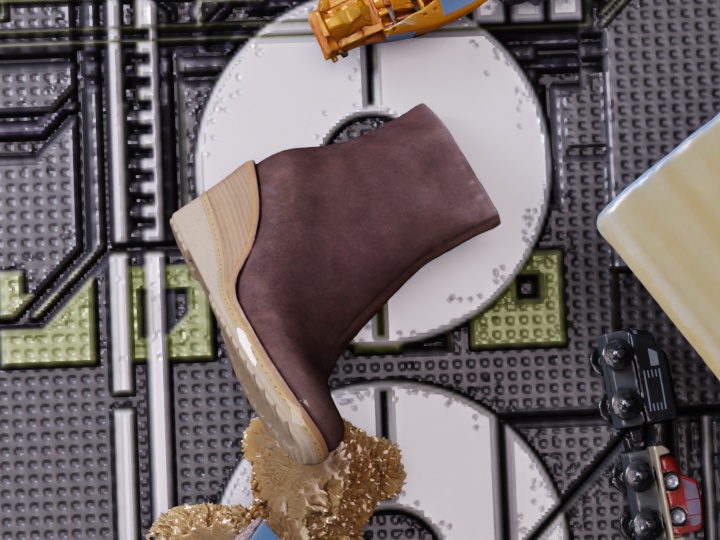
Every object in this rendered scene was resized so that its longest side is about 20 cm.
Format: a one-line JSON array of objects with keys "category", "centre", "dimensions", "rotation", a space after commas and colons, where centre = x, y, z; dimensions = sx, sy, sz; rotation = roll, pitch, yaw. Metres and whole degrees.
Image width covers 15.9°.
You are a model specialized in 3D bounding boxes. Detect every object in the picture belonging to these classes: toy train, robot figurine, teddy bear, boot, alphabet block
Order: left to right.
[{"category": "teddy bear", "centre": [-0.044, 0.173, 1.418], "dimensions": [0.144, 0.067, 0.201], "rotation": [-2, 92, 7]}, {"category": "boot", "centre": [0.000, 0.000, 1.387], "dimensions": [0.166, 0.072, 0.200], "rotation": [-22, 51, -7]}, {"category": "robot figurine", "centre": [0.051, -0.203, 1.447], "dimensions": [0.199, 0.058, 0.145], "rotation": [-26, 87, -3]}, {"category": "toy train", "centre": [0.168, 0.131, 1.438], "dimensions": [0.046, 0.034, 0.201], "rotation": [-9, 85, -15]}, {"category": "alphabet block", "centre": [0.269, -0.006, 1.342], "dimensions": [0.196, 0.195, 0.200], "rotation": [-40, 79, 13]}]

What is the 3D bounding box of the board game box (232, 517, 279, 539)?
[{"category": "board game box", "centre": [-0.059, 0.263, 1.345], "dimensions": [0.159, 0.097, 0.200], "rotation": [-38, 95, 23]}]
